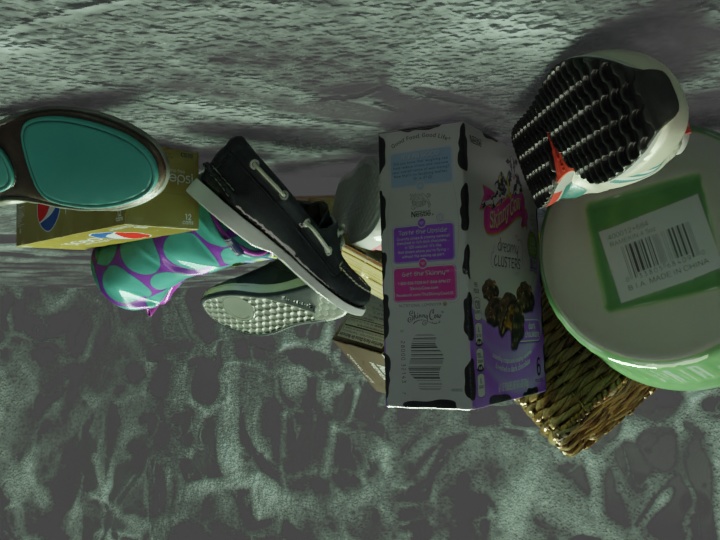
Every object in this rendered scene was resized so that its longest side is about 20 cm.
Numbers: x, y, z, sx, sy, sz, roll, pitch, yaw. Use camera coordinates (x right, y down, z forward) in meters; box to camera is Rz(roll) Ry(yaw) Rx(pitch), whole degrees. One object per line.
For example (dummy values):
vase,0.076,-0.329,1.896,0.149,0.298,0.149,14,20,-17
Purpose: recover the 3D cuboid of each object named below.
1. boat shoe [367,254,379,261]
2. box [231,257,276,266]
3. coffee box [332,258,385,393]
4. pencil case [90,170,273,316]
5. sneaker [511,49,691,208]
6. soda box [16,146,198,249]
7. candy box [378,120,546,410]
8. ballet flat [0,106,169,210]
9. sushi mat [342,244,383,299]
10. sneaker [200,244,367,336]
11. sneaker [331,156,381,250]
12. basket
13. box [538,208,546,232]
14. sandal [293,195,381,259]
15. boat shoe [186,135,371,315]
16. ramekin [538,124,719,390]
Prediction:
boat shoe,0.102,-0.039,1.193,0.200,0.075,0.065,-9,172,1
box,-0.159,-0.045,0.921,0.121,0.048,0.200,16,171,-20
coffee box,0.069,0.033,0.961,0.079,0.201,0.115,12,152,42
pencil case,-0.157,-0.025,0.768,0.199,0.093,0.085,-20,-155,40
sneaker,0.155,-0.088,0.496,0.092,0.071,0.200,-19,176,-5
soda box,-0.218,-0.057,0.718,0.067,0.065,0.199,2,175,-44
candy box,0.084,0.000,0.669,0.071,0.203,0.167,-4,176,29
ballet flat,-0.210,-0.076,0.557,0.198,0.068,0.064,-2,-156,12
sushi mat,0.000,0.000,0.814,0.199,0.012,0.096,28,161,-4
sneaker,-0.084,-0.002,1.018,0.200,0.147,0.077,-7,131,25
sneaker,0.038,-0.050,0.756,0.104,0.076,0.200,14,-178,-11
basket,0.215,0.052,0.794,0.200,0.149,0.143,-43,152,4
box,0.266,-0.043,0.956,0.199,0.098,0.175,-4,175,43
sandal,0.002,-0.063,0.943,0.209,0.078,0.070,5,-148,19
boat shoe,-0.046,-0.030,0.675,0.200,0.060,0.076,38,-178,-46
ramekin,0.233,-0.012,0.648,0.198,0.202,0.097,-4,169,32
